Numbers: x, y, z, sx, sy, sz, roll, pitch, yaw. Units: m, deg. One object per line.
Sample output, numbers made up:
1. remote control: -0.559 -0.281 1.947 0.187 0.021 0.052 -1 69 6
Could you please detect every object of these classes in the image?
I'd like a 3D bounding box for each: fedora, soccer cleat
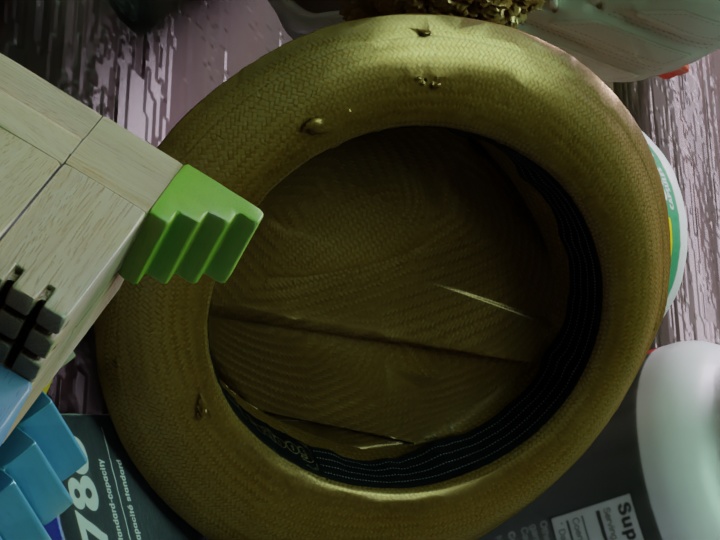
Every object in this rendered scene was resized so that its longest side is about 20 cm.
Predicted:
1. fedora: 0.000 0.000 0.896 0.201 0.201 0.082 48 -4 -34
2. soccer cleat: 0.053 -0.100 0.947 0.078 0.200 0.069 34 57 -49

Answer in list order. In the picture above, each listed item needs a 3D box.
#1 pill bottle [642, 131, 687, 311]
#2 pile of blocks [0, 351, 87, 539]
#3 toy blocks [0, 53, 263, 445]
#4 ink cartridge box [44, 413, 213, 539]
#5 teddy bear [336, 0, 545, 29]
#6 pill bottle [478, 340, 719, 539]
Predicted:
1. pill bottle: 0.036 -0.013 1.060 0.200 0.113 0.113 0 71 -60
2. pile of blocks: -0.106 0.088 0.736 0.062 0.082 0.200 63 35 -35
3. toy blocks: -0.143 -0.014 0.709 0.200 0.100 0.137 32 39 0
4. ink cartridge box: -0.071 0.095 0.868 0.200 0.039 0.099 2 69 -60
5. teddy bear: 0.003 -0.162 0.872 0.145 0.067 0.200 -11 90 -24
6. pill bottle: 0.094 0.091 0.994 0.116 0.200 0.116 42 36 -42
